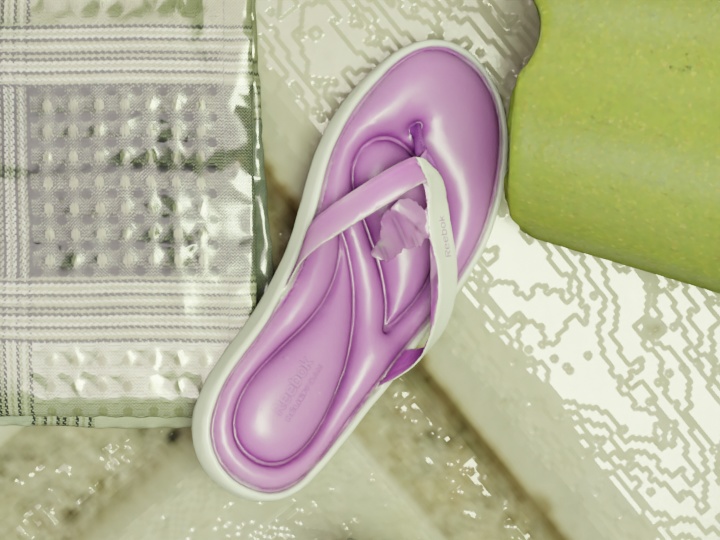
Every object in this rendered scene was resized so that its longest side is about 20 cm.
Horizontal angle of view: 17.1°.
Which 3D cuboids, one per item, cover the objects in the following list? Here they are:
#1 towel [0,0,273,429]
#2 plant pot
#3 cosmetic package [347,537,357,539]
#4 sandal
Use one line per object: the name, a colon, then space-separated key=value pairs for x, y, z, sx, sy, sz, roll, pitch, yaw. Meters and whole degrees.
towel: x=-0.134 y=-0.031 z=0.979 sx=0.199 sy=0.035 sz=0.194 roll=0 pitch=90 yaw=2
plant pot: x=0.156 y=-0.064 z=0.908 sx=0.183 sy=0.200 sz=0.201 roll=9 pitch=93 yaw=11
cosmetic package: x=-0.001 y=0.220 z=0.914 sx=0.106 sy=0.090 sz=0.201 roll=25 pitch=95 yaw=-2
sandal: x=0.006 y=0.003 z=0.952 sx=0.082 sy=0.050 sz=0.203 roll=29 pitch=82 yaw=-19
